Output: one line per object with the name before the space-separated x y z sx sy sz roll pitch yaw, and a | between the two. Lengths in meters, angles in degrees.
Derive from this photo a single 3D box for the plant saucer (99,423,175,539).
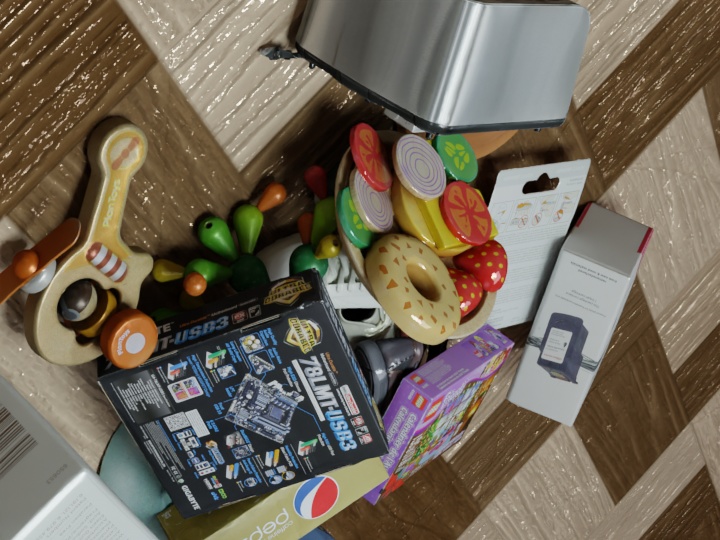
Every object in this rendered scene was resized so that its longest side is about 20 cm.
plant saucer | -0.140 0.190 1.514 0.199 0.039 0.203 -12 118 -23

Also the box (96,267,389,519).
box | -0.096 0.109 1.390 0.197 0.050 0.201 -20 132 4

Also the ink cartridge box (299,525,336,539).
ink cartridge box | -0.060 0.334 1.666 0.137 0.200 0.076 -50 147 -2

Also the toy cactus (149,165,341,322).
toy cactus | -0.079 0.020 1.402 0.199 0.102 0.166 -38 108 -6

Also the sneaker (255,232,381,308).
sneaker | 0.000 0.000 1.474 0.198 0.080 0.077 -1 87 -22

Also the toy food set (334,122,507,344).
toy food set | 0.052 -0.036 1.407 0.048 0.199 0.199 -30 170 40

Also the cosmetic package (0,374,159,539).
cosmetic package | -0.280 0.208 1.304 0.166 0.167 0.200 -45 146 -11

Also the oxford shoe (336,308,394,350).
oxford shoe | 0.002 0.047 1.598 0.075 0.058 0.201 -46 150 -17

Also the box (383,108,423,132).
box | 0.104 -0.153 1.479 0.199 0.039 0.042 -9 127 -47

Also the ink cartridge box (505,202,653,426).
ink cartridge box | 0.243 0.049 1.824 0.145 0.084 0.201 -49 160 -59

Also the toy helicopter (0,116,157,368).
toy helicopter | -0.215 -0.022 1.273 0.131 0.079 0.202 3 109 -42

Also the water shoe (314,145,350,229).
water shoe | 0.047 -0.073 1.516 0.199 0.072 0.079 -3 133 -49

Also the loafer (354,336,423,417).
loafer | 0.024 0.123 1.643 0.062 0.072 0.200 -18 156 -15

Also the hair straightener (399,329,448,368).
hair straightener | 0.075 0.067 1.662 0.076 0.041 0.202 -4 123 -15

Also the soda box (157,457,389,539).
soda box | -0.079 0.205 1.489 0.199 0.068 0.064 -34 126 -9

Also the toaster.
toaster | 0.059 -0.192 1.329 0.199 0.180 0.120 -9 123 -46

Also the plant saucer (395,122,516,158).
plant saucer | 0.117 -0.180 1.539 0.199 0.037 0.201 -31 141 -28

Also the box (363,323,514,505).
box | 0.073 0.143 1.659 0.200 0.039 0.138 -27 147 -58

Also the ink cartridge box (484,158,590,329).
ink cartridge box | 0.148 -0.030 1.721 0.161 0.050 0.202 -10 125 -46
